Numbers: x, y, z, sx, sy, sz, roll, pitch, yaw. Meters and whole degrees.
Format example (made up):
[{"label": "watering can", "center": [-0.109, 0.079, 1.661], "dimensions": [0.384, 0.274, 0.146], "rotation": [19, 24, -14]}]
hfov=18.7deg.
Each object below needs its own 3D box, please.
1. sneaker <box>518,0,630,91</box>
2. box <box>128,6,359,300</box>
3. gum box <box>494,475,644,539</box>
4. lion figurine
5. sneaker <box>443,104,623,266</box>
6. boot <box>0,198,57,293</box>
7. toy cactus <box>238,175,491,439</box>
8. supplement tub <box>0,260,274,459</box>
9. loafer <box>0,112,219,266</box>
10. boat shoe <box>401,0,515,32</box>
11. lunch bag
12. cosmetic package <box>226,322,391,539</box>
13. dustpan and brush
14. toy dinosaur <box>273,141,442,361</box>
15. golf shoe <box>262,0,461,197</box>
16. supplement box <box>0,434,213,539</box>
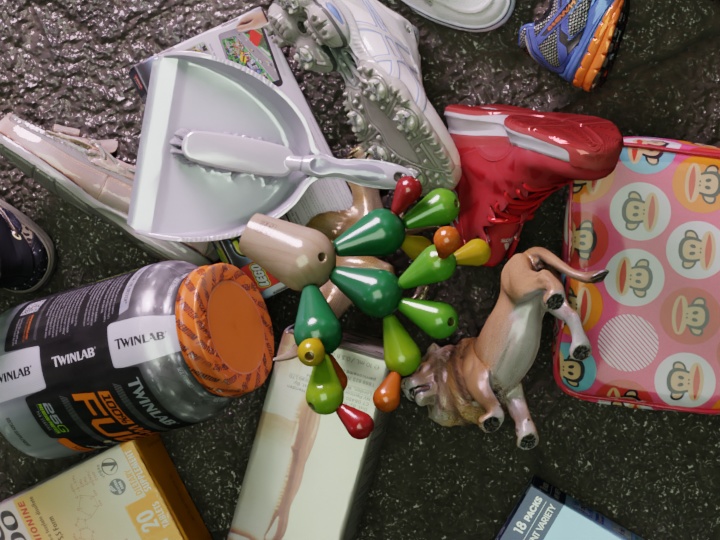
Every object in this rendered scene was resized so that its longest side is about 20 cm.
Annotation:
[{"label": "sneaker", "center": [0.169, -0.235, 1.602], "dimensions": [0.078, 0.075, 0.200], "rotation": [18, 95, 9]}, {"label": "box", "center": [-0.081, -0.085, 1.646], "dimensions": [0.110, 0.035, 0.200], "rotation": [-26, 91, -14]}, {"label": "gum box", "center": [0.174, 0.280, 1.660], "dimensions": [0.200, 0.045, 0.170], "rotation": [30, 98, 3]}, {"label": "lion figurine", "center": [0.109, 0.046, 1.596], "dimensions": [0.072, 0.123, 0.200], "rotation": [20, 117, -28]}, {"label": "sneaker", "center": [0.124, -0.055, 1.576], "dimensions": [0.078, 0.200, 0.116], "rotation": [-3, 102, -21]}, {"label": "boot", "center": [-0.332, -0.045, 1.641], "dimensions": [0.204, 0.154, 0.074], "rotation": [32, 98, 3]}, {"label": "toy cactus", "center": [-0.009, 0.007, 1.540], "dimensions": [0.165, 0.102, 0.200], "rotation": [25, 75, 12]}, {"label": "supplement tub", "center": [-0.171, 0.064, 1.617], "dimensions": [0.200, 0.123, 0.123], "rotation": [-16, 93, 31]}, {"label": "loafer", "center": [-0.187, -0.067, 1.671], "dimensions": [0.200, 0.072, 0.063], "rotation": [33, 81, -3]}, {"label": "boat shoe", "center": [0.028, -0.248, 1.610], "dimensions": [0.202, 0.086, 0.075], "rotation": [41, 98, 3]}, {"label": "lunch bag", "center": [0.234, 0.004, 1.609], "dimensions": [0.176, 0.082, 0.200], "rotation": [7, 95, 6]}, {"label": "cosmetic package", "center": [-0.036, 0.145, 1.647], "dimensions": [0.087, 0.103, 0.200], "rotation": [16, 95, 7]}, {"label": "dustpan and brush", "center": [-0.061, -0.080, 1.595], "dimensions": [0.200, 0.057, 0.140], "rotation": [9, 87, -7]}, {"label": "toy dinosaur", "center": [0.000, 0.000, 1.617], "dimensions": [0.101, 0.058, 0.200], "rotation": [19, 66, -3]}, {"label": "golf shoe", "center": [0.024, -0.148, 1.614], "dimensions": [0.097, 0.078, 0.200], "rotation": [-32, 83, -36]}, {"label": "supplement box", "center": [-0.225, 0.221, 1.692], "dimensions": [0.200, 0.074, 0.126], "rotation": [-28, 90, 9]}]
